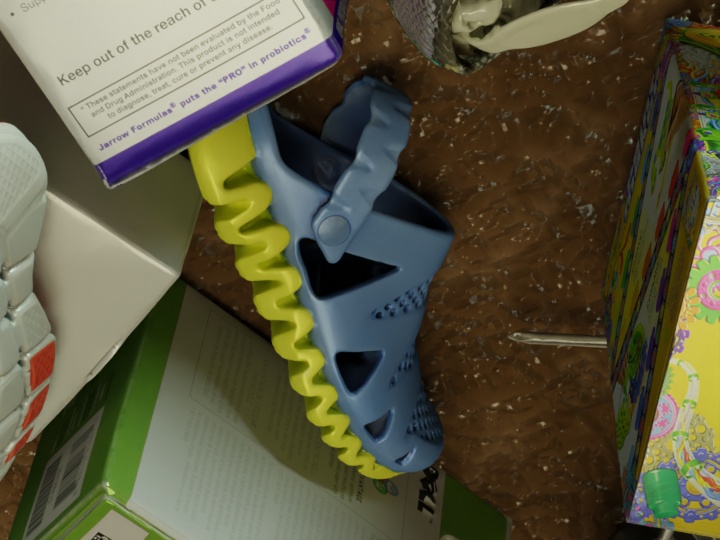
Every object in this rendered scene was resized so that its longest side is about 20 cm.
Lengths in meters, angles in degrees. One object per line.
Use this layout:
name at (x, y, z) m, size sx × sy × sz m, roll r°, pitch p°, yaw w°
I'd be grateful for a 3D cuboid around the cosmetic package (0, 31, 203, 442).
cosmetic package at (-0.172, -0.037, 0.851) m, size 0.200 × 0.081 × 0.113 m, roll 35°, pitch 121°, yaw -19°

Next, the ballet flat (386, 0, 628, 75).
ballet flat at (0.095, -0.133, 0.782) m, size 0.200 × 0.072 × 0.072 m, roll -35°, pitch 114°, yaw 27°

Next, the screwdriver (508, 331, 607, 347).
screwdriver at (0.162, 0.030, 0.916) m, size 0.200 × 0.029 × 0.028 m, roll 5°, pitch 124°, yaw 6°

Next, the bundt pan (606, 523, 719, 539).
bundt pan at (0.179, 0.161, 0.945) m, size 0.202 × 0.076 × 0.202 m, roll -2°, pitch 106°, yaw -8°

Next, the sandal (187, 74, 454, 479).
sandal at (0.000, 0.000, 0.883) m, size 0.087 × 0.079 × 0.200 m, roll -21°, pitch 124°, yaw 3°

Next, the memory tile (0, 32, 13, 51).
memory tile at (-0.152, -0.069, 0.885) m, size 0.153 × 0.017 × 0.200 m, roll 22°, pitch 123°, yaw -9°

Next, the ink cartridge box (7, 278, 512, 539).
ink cartridge box at (-0.036, 0.116, 0.917) m, size 0.200 × 0.148 × 0.076 m, roll 37°, pitch 120°, yaw -18°

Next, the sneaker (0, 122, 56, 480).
sneaker at (-0.164, 0.015, 0.810) m, size 0.082 × 0.077 × 0.200 m, roll 28°, pitch 128°, yaw 20°

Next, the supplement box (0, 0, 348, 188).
supplement box at (-0.095, -0.148, 0.762) m, size 0.103 × 0.101 × 0.200 m, roll -28°, pitch 113°, yaw 17°

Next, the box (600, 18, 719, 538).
box at (0.199, 0.009, 0.786) m, size 0.200 × 0.193 × 0.122 m, roll 10°, pitch 114°, yaw 0°
